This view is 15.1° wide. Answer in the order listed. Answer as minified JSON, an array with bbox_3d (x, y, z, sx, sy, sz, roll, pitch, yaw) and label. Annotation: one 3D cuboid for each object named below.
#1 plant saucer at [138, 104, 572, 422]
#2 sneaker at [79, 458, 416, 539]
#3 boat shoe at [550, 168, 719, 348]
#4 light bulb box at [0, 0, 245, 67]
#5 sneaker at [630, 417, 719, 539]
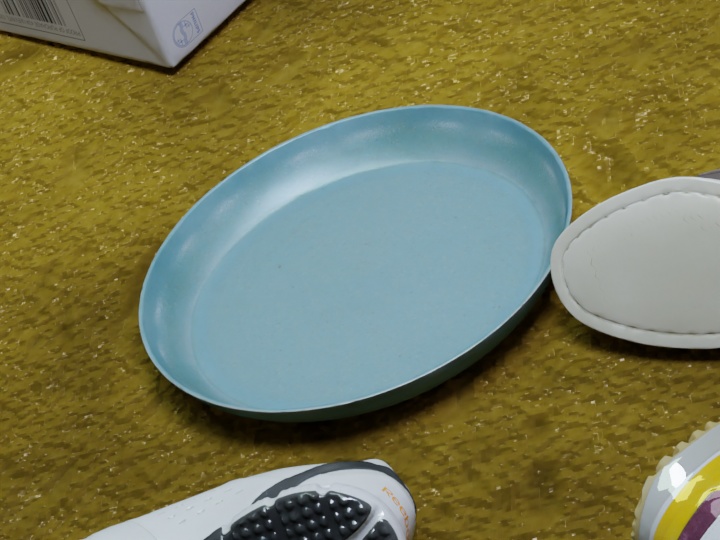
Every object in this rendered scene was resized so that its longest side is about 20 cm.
[{"bbox_3d":[0.000,0.000,1.192,0.200,0.027,0.200,-15,37,11],"label":"plant saucer"},{"bbox_3d":[-0.066,0.124,1.053,0.200,0.074,0.080,-15,9,18],"label":"sneaker"},{"bbox_3d":[0.175,-0.017,1.089,0.200,0.072,0.060,-14,8,28],"label":"boat shoe"},{"bbox_3d":[-0.123,-0.229,1.458,0.198,0.125,0.200,16,51,42],"label":"light bulb box"},{"bbox_3d":[0.196,0.066,0.979,0.200,0.075,0.090,-37,54,-17],"label":"sneaker"}]
